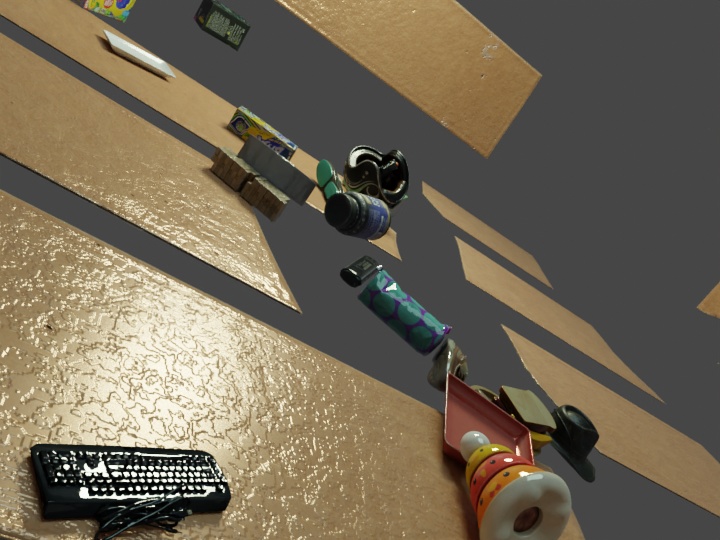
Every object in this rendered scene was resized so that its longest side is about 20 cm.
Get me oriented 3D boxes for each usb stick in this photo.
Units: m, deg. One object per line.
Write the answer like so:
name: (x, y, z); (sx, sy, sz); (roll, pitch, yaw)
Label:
usb stick: (0.000, 0.000, 1.561); (0.055, 0.033, 0.200); (32, 16, 7)

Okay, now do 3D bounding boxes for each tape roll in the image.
tape roll: (-0.201, -0.239, 1.638); (0.198, 0.067, 0.200); (37, 1, -1)

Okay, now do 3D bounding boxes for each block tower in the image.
block tower: (-0.245, -0.192, 1.522); (0.199, 0.054, 0.058); (41, 18, 9)

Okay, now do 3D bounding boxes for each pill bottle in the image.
pill bottle: (-0.008, -0.144, 1.784); (0.112, 0.113, 0.198); (44, 17, 25)

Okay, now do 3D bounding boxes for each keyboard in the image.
keyboard: (-0.195, 0.193, 0.632); (0.197, 0.040, 0.104); (18, 25, -47)

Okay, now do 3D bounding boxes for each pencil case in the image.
pencil case: (0.090, 0.086, 1.422); (0.199, 0.086, 0.092); (42, 45, 11)

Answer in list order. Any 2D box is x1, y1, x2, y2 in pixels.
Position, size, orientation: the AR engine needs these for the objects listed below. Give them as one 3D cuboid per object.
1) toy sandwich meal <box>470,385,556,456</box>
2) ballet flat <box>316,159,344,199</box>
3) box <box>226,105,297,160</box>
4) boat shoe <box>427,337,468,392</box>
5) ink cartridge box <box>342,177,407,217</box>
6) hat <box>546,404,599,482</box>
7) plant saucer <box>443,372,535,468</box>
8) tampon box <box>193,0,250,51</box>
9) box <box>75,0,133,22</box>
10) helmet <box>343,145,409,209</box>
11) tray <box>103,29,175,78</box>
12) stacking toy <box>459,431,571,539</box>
toy sandwich meal: (0.304, 0.286, 1.363); (0.203, 0.071, 0.206); (34, 17, -12)
ballet flat: (-0.082, -0.244, 1.994); (0.068, 0.068, 0.203); (36, 25, -38)
box: (-0.275, -0.378, 1.934); (0.197, 0.065, 0.070); (34, 16, -9)
boat shoe: (0.182, 0.194, 1.353); (0.071, 0.076, 0.200); (39, 18, 1)
ink cartridge box: (0.049, -0.271, 2.283); (0.199, 0.088, 0.145); (41, 16, 6)
hat: (0.459, 0.347, 1.472); (0.200, 0.081, 0.201); (42, 15, -14)
plant saucer: (0.216, 0.295, 1.180); (0.198, 0.037, 0.201); (36, 25, -8)
tampon box: (-0.616, -1.101, 3.035); (0.197, 0.128, 0.151); (22, 21, -39)
box: (-0.756, -0.881, 2.032); (0.121, 0.202, 0.192); (39, 17, 10)
helmet: (0.039, -0.285, 2.112); (0.188, 0.206, 0.197); (5, -11, 45)
tray: (-0.607, -0.585, 1.870); (0.197, 0.022, 0.108); (20, 25, -46)
stacking toy: (0.198, 0.308, 0.999); (0.144, 0.148, 0.200); (27, 10, -29)
